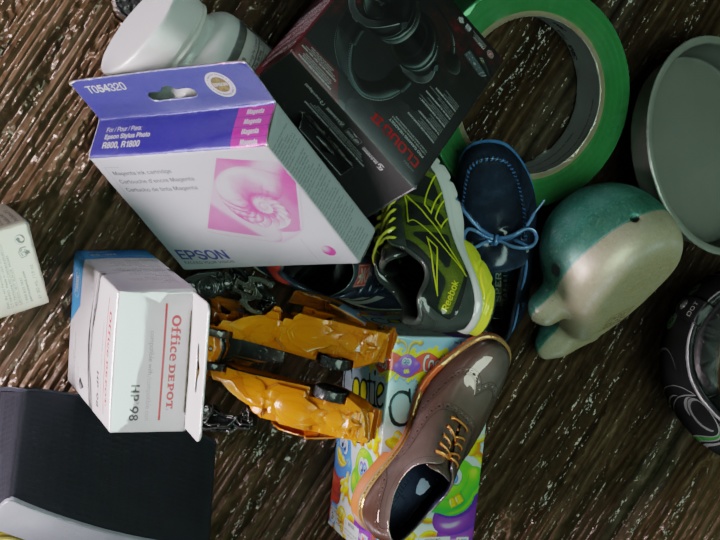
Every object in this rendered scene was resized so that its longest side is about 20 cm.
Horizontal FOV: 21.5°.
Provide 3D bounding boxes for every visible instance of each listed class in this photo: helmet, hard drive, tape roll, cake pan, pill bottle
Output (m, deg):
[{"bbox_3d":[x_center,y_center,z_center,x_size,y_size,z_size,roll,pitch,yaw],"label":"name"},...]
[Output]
[{"bbox_3d":[0.375,0.091,1.762,0.198,0.191,0.202,-1,82,8],"label":"helmet"},{"bbox_3d":[-0.211,0.172,1.587,0.199,0.042,0.136,19,58,-27],"label":"hard drive"},{"bbox_3d":[0.142,-0.158,1.691,0.199,0.048,0.203,-5,104,-21],"label":"tape roll"},{"bbox_3d":[0.318,-0.113,1.741,0.199,0.037,0.202,5,82,-39],"label":"cake pan"},{"bbox_3d":[-0.108,-0.139,1.559,0.200,0.114,0.114,38,86,-24],"label":"pill bottle"}]

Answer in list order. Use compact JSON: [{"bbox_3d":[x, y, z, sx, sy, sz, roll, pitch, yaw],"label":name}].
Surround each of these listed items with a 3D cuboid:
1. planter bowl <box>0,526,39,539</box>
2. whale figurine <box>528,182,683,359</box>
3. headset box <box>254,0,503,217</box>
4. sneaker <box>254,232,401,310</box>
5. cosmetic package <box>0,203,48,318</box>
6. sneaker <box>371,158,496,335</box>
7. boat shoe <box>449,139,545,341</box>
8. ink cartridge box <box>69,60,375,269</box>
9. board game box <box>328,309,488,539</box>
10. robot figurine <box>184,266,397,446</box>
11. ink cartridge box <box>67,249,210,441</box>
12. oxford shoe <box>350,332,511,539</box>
[{"bbox_3d":[-0.307,0.252,1.580,0.198,0.083,0.203,-5,103,-21],"label":"planter bowl"},{"bbox_3d":[0.204,-0.001,1.702,0.158,0.201,0.104,-25,68,-27],"label":"whale figurine"},{"bbox_3d":[0.008,-0.153,1.532,0.149,0.077,0.200,47,48,-13],"label":"headset box"},{"bbox_3d":[0.000,0.000,1.648,0.198,0.084,0.076,8,98,-23],"label":"sneaker"},{"bbox_3d":[-0.357,0.014,1.498,0.198,0.105,0.072,-19,106,-19],"label":"cosmetic package"},{"bbox_3d":[0.043,-0.033,1.608,0.084,0.201,0.075,-4,143,-38],"label":"sneaker"},{"bbox_3d":[0.126,-0.021,1.662,0.083,0.069,0.201,-7,129,11],"label":"boat shoe"},{"bbox_3d":[-0.117,-0.077,1.507,0.200,0.195,0.044,50,52,-37],"label":"ink cartridge box"},{"bbox_3d":[0.045,0.144,1.687,0.104,0.103,0.202,1,101,-22],"label":"board game box"},{"bbox_3d":[-0.074,0.075,1.608,0.198,0.058,0.146,14,99,15],"label":"robot figurine"},{"bbox_3d":[-0.181,0.058,1.524,0.066,0.200,0.117,1,101,-21],"label":"ink cartridge box"},{"bbox_3d":[0.073,0.145,1.601,0.071,0.073,0.201,33,88,-24],"label":"oxford shoe"}]
